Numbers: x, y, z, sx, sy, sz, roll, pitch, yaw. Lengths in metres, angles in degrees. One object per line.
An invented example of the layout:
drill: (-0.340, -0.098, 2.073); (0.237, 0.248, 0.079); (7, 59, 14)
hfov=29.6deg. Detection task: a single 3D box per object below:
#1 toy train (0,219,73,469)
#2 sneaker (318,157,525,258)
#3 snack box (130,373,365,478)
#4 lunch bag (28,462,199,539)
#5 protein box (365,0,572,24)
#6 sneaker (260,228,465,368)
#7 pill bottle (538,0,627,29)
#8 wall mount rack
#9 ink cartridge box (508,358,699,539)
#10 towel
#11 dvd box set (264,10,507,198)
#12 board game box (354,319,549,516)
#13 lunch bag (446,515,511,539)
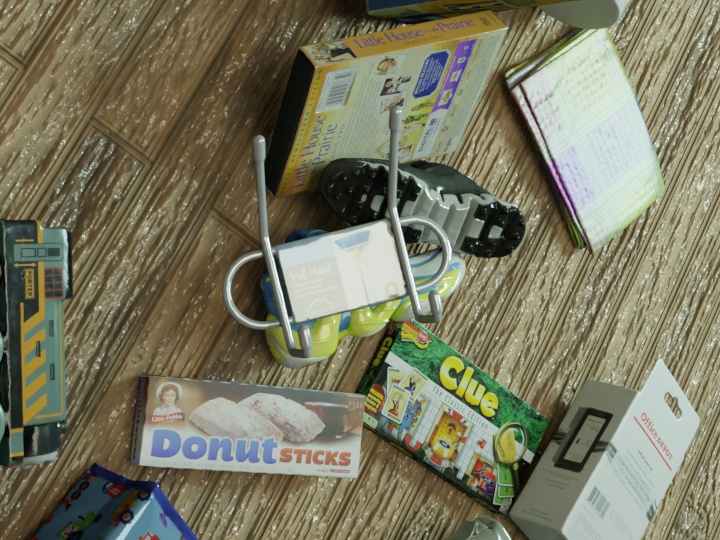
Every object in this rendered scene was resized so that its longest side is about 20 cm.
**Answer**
toy train: (-0.262, 0.051, 0.983); (0.114, 0.085, 0.201); (-3, 92, -43)
sneaker: (0.043, -0.062, 1.186); (0.199, 0.091, 0.067); (12, 110, -29)
snack box: (-0.089, 0.130, 1.122); (0.199, 0.024, 0.072); (8, 86, -30)
lunch bag: (-0.172, 0.274, 1.043); (0.151, 0.094, 0.200); (-50, 124, -26)
protein box: (0.108, -0.320, 1.135); (0.135, 0.199, 0.200); (-17, 102, -70)
sneaker: (0.000, 0.000, 1.158); (0.200, 0.076, 0.105); (-28, 104, -30)
pill bottle: (0.235, -0.339, 1.295); (0.113, 0.113, 0.201); (33, 72, -29)
wall mount rack: (-0.015, -0.029, 1.083); (0.199, 0.075, 0.175); (-14, 90, -19)
ink cartridge box: (0.238, 0.189, 1.310); (0.200, 0.068, 0.116); (-55, 129, -21)
towel: (0.225, -0.134, 1.342); (0.143, 0.023, 0.201); (-37, 110, -29)
dvd box set: (0.019, -0.140, 1.145); (0.199, 0.147, 0.029); (-18, 56, -32)
board game box: (0.084, 0.134, 1.246); (0.200, 0.023, 0.105); (36, 69, -28)
lunch bag: (0.081, 0.330, 1.186); (0.164, 0.117, 0.201); (-32, 111, -29)
